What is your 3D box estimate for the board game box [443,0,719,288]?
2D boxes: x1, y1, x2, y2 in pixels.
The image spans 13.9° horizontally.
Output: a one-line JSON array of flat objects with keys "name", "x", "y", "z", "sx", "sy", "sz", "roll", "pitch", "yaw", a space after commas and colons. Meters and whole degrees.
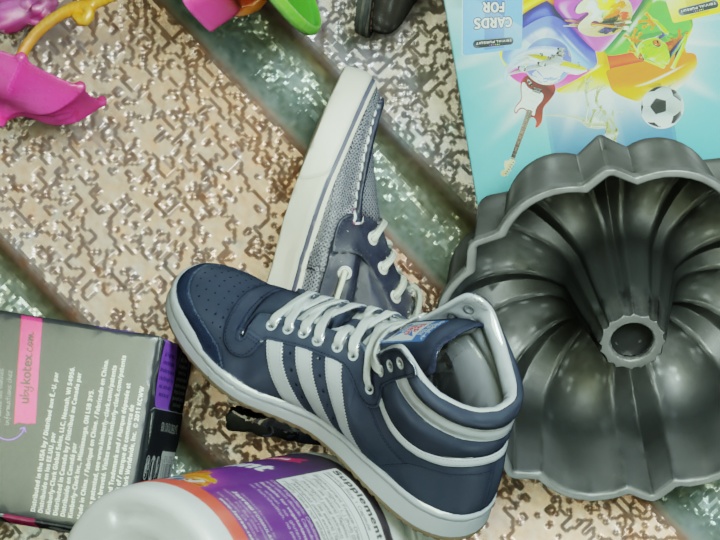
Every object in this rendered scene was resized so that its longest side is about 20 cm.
[{"name": "board game box", "x": 0.124, "y": -0.103, "z": 1.520, "sx": 0.151, "sy": 0.047, "sz": 0.201, "roll": -9, "pitch": 106, "yaw": 3}]

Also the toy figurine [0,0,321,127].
[{"name": "toy figurine", "x": -0.145, "y": -0.163, "z": 1.553, "sx": 0.184, "sy": 0.150, "sz": 0.200, "roll": -30, "pitch": 61, "yaw": 10}]

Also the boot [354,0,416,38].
[{"name": "boot", "x": 0.109, "y": -0.172, "z": 1.554, "sx": 0.174, "sy": 0.069, "sz": 0.200, "roll": 33, "pitch": 88, "yaw": 5}]

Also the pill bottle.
[{"name": "pill bottle", "x": -0.046, "y": 0.149, "z": 1.459, "sx": 0.111, "sy": 0.200, "sz": 0.112, "roll": 3, "pitch": 95, "yaw": 35}]

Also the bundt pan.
[{"name": "bundt pan", "x": 0.134, "y": 0.016, "z": 1.492, "sx": 0.201, "sy": 0.076, "sz": 0.202, "roll": -1, "pitch": 123, "yaw": -1}]

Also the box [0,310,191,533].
[{"name": "box", "x": -0.198, "y": 0.073, "z": 1.522, "sx": 0.199, "sy": 0.122, "sz": 0.106, "roll": 10, "pitch": 85, "yaw": 5}]

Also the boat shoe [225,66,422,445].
[{"name": "boat shoe", "x": 0.000, "y": 0.000, "z": 1.548, "sx": 0.093, "sy": 0.075, "sz": 0.200, "roll": 18, "pitch": 93, "yaw": -1}]

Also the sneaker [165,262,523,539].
[{"name": "sneaker", "x": -0.004, "y": 0.036, "z": 1.442, "sx": 0.200, "sy": 0.109, "sz": 0.070, "roll": 37, "pitch": 49, "yaw": 15}]
